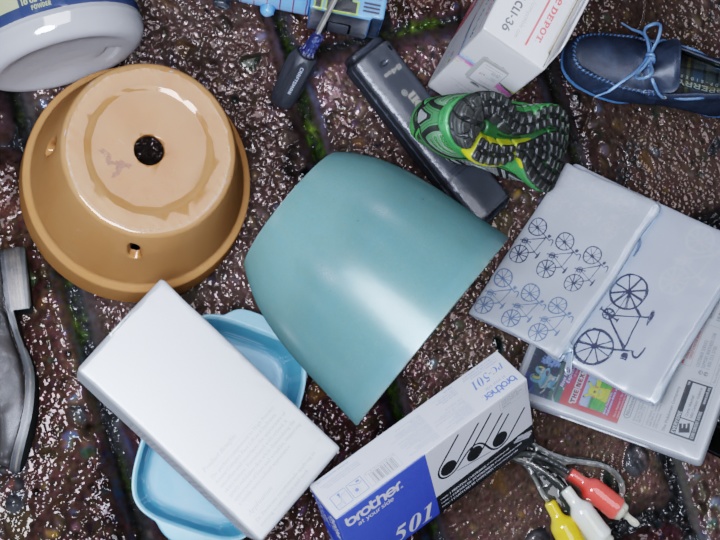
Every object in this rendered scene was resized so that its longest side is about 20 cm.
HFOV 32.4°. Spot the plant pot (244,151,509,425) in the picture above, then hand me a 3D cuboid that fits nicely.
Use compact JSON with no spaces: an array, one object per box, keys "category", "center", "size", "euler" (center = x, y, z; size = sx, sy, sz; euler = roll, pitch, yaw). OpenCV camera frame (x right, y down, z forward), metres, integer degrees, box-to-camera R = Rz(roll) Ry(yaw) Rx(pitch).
[{"category":"plant pot","center":[0.000,0.000,1.035],"size":[0.160,0.201,0.201],"euler":[39,73,5]}]

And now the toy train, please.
[{"category":"toy train","center":[-0.058,-0.279,1.107],"size":[0.197,0.087,0.116],"euler":[10,83,-5]}]

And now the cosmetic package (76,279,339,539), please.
[{"category":"cosmetic package","center":[-0.124,0.115,1.002],"size":[0.200,0.074,0.102],"euler":[44,73,-3]}]

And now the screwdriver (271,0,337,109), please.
[{"category":"screwdriver","center":[-0.027,-0.215,1.067],"size":[0.029,0.200,0.028],"euler":[42,40,4]}]

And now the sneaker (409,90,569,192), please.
[{"category":"sneaker","center":[0.122,-0.124,1.117],"size":[0.199,0.085,0.079],"euler":[15,90,-49]}]

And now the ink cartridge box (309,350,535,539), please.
[{"category":"ink cartridge box","center":[0.057,0.162,1.046],"size":[0.199,0.095,0.044],"euler":[-34,49,-15]}]

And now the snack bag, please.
[{"category":"snack bag","center":[0.226,0.009,1.125],"size":[0.199,0.021,0.189],"euler":[29,73,28]}]

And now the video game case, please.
[{"category":"video game case","center":[0.254,0.054,1.127],"size":[0.180,0.023,0.202],"euler":[18,73,25]}]

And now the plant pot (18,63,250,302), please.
[{"category":"plant pot","center":[-0.179,-0.082,1.021],"size":[0.197,0.140,0.203],"euler":[3,81,-16]}]

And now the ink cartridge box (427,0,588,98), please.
[{"category":"ink cartridge box","center":[0.139,-0.223,1.099],"size":[0.067,0.200,0.117],"euler":[30,75,-9]}]

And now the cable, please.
[{"category":"cable","center":[0.171,0.177,1.121],"size":[0.097,0.050,0.200],"euler":[-44,94,-14]}]

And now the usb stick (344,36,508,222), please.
[{"category":"usb stick","center":[0.062,-0.126,1.150],"size":[0.055,0.033,0.201],"euler":[-39,92,-21]}]

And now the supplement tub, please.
[{"category":"supplement tub","center":[-0.272,-0.265,1.021],"size":[0.143,0.145,0.203],"euler":[-17,86,-17]}]

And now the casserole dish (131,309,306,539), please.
[{"category":"casserole dish","center":[-0.121,0.133,1.056],"size":[0.120,0.039,0.203],"euler":[20,77,-12]}]

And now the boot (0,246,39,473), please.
[{"category":"boot","center":[-0.349,0.069,0.995],"size":[0.172,0.069,0.203],"euler":[-4,75,-13]}]

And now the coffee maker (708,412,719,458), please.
[{"category":"coffee maker","center":[0.371,0.070,1.151],"size":[0.191,0.135,0.202],"euler":[31,74,-8]}]

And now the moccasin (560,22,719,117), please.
[{"category":"moccasin","center":[0.295,-0.202,1.207],"size":[0.197,0.068,0.082],"euler":[5,80,-14]}]
